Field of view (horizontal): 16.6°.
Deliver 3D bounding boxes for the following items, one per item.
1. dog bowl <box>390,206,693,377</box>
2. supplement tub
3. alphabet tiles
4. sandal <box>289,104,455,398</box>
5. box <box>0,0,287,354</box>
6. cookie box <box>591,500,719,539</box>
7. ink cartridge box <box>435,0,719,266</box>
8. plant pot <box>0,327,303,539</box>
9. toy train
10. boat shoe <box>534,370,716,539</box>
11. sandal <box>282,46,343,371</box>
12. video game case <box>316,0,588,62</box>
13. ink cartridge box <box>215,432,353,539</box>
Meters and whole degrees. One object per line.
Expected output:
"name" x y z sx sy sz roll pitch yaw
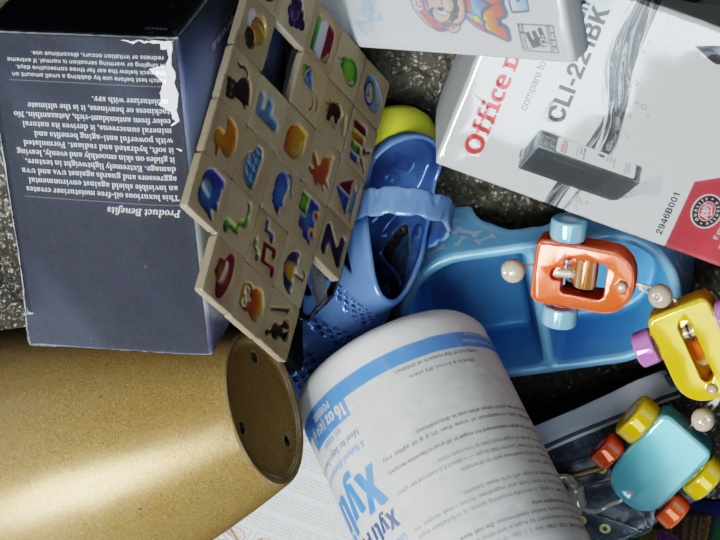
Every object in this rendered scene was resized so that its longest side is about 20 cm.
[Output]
"dog bowl" 0.115 0.013 1.570 0.198 0.050 0.112 -8 115 7
"supplement tub" 0.055 0.138 1.484 0.131 0.201 0.132 -21 155 -10
"alphabet tiles" -0.043 -0.059 1.407 0.007 0.201 0.167 2 156 30
"sandal" 0.000 0.000 1.531 0.079 0.087 0.201 11 113 -29
"box" -0.120 -0.086 1.441 0.122 0.200 0.200 4 119 14
"cookie box" 0.160 0.219 1.602 0.198 0.171 0.076 0 114 3
"ink cartridge box" 0.159 -0.109 1.488 0.199 0.084 0.145 20 116 -5
"plant pot" -0.142 0.105 1.462 0.199 0.187 0.187 -17 115 24
"toy train" 0.162 0.060 1.527 0.149 0.056 0.202 5 110 11
"boat shoe" 0.128 0.145 1.593 0.199 0.071 0.091 -25 81 4
"sandal" -0.030 -0.036 1.475 0.042 0.076 0.202 8 96 11
"video game case" 0.034 -0.218 1.398 0.181 0.024 0.201 8 123 37
"ink cartridge box" -0.057 0.143 1.659 0.161 0.050 0.201 22 133 -8
